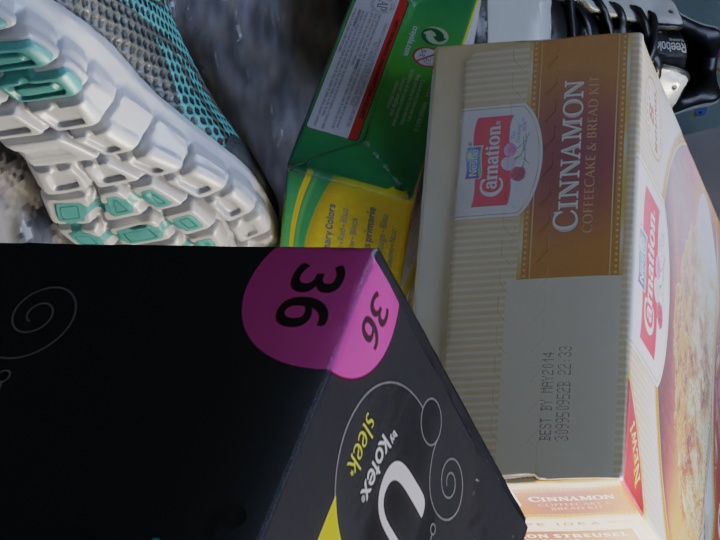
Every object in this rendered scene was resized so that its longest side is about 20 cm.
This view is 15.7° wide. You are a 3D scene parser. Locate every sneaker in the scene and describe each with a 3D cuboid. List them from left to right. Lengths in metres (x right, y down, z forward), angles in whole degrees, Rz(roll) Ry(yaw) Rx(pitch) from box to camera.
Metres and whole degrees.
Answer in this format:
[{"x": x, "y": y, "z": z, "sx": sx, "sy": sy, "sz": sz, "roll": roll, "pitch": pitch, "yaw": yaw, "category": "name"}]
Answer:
[{"x": -0.079, "y": -0.069, "z": 0.836, "sx": 0.200, "sy": 0.077, "sz": 0.091, "roll": 48, "pitch": 44, "yaw": -55, "category": "sneaker"}, {"x": 0.085, "y": -0.095, "z": 1.034, "sx": 0.200, "sy": 0.080, "sz": 0.074, "roll": -1, "pitch": 93, "yaw": -63, "category": "sneaker"}]

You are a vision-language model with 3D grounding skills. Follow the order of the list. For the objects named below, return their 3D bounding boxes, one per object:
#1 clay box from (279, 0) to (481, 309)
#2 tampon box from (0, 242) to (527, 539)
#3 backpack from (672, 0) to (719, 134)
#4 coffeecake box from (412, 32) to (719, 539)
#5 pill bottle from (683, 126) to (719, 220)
[{"x": 0.000, "y": 0.000, "z": 0.938, "sx": 0.200, "sy": 0.048, "sz": 0.115, "roll": 100, "pitch": 7, "yaw": -47, "category": "clay box"}, {"x": -0.082, "y": 0.086, "z": 0.694, "sx": 0.126, "sy": 0.200, "sz": 0.150, "roll": 60, "pitch": 40, "yaw": -43, "category": "tampon box"}, {"x": 0.194, "y": -0.094, "z": 1.230, "sx": 0.127, "sy": 0.167, "sz": 0.200, "roll": 29, "pitch": 55, "yaw": -50, "category": "backpack"}, {"x": 0.080, "y": 0.035, "z": 0.887, "sx": 0.200, "sy": 0.073, "sz": 0.154, "roll": 53, "pitch": 38, "yaw": -59, "category": "coffeecake box"}, {"x": 0.171, "y": 0.048, "z": 1.124, "sx": 0.113, "sy": 0.113, "sz": 0.200, "roll": -44, "pitch": 133, "yaw": -53, "category": "pill bottle"}]
